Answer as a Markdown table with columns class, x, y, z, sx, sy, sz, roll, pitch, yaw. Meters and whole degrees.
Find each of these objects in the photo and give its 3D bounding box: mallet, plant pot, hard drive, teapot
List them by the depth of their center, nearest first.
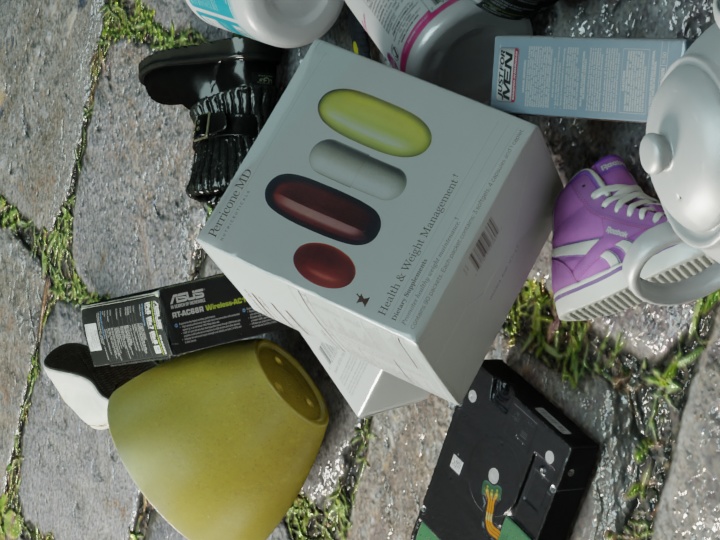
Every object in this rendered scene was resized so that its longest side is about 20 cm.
| class | x | y | z | sx | sy | sz | roll | pitch | yaw |
| --- | --- | --- | --- | --- | --- | --- | --- | --- | --- |
| teapot | 0.244 | -0.075 | 1.169 | 0.197 | 0.145 | 0.201 | -172 | 75 | -74 |
| hard drive | 0.112 | 0.192 | 1.508 | 0.140 | 0.038 | 0.201 | 41 | 121 | 47 |
| mallet | 0.011 | -0.175 | 1.660 | 0.066 | 0.041 | 0.201 | -24 | 67 | 53 |
| plant pot | -0.114 | 0.144 | 1.718 | 0.142 | 0.200 | 0.200 | -41 | 54 | 15 |

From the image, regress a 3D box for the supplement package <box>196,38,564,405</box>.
| class | x | y | z | sx | sy | sz | roll | pitch | yaw |
| --- | --- | --- | --- | --- | --- | --- | --- | --- | --- |
| supplement package | 0.021 | -0.038 | 1.429 | 0.199 | 0.147 | 0.192 | 23 | 76 | 24 |

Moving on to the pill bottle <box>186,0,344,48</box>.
| class | x | y | z | sx | sy | sz | roll | pitch | yaw |
| --- | --- | --- | --- | --- | --- | --- | --- | --- | --- |
| pill bottle | -0.101 | -0.275 | 1.740 | 0.200 | 0.110 | 0.111 | 29 | 112 | 59 |

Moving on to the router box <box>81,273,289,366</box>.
| class | x | y | z | sx | sy | sz | roll | pitch | yaw |
| --- | --- | --- | --- | --- | --- | --- | --- | --- | --- |
| router box | -0.134 | 0.036 | 1.713 | 0.150 | 0.199 | 0.062 | -11 | 92 | 54 |

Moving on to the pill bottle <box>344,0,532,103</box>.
| class | x | y | z | sx | sy | sz | roll | pitch | yaw |
| --- | --- | --- | --- | --- | --- | --- | --- | --- | --- |
| pill bottle | 0.049 | -0.233 | 1.539 | 0.200 | 0.113 | 0.114 | 58 | 133 | 38 |

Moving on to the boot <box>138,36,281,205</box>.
| class | x | y | z | sx | sy | sz | roll | pitch | yaw |
| --- | --- | --- | --- | --- | --- | --- | --- | --- | --- |
| boot | -0.153 | -0.142 | 1.844 | 0.211 | 0.079 | 0.159 | -2 | 87 | 54 |

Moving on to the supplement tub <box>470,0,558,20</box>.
| class | x | y | z | sx | sy | sz | roll | pitch | yaw |
| --- | --- | --- | --- | --- | --- | --- | --- | --- | --- |
| supplement tub | 0.155 | -0.284 | 1.387 | 0.200 | 0.122 | 0.123 | -36 | 61 | 47 |

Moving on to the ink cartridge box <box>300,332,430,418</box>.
| class | x | y | z | sx | sy | sz | roll | pitch | yaw |
| --- | --- | --- | --- | --- | --- | --- | --- | --- | --- |
| ink cartridge box | 0.000 | 0.000 | 1.592 | 0.200 | 0.083 | 0.146 | 54 | 139 | 29 |

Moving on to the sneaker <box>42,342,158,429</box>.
| class | x | y | z | sx | sy | sz | roll | pitch | yaw |
| --- | --- | --- | --- | --- | --- | --- | --- | --- | --- |
| sneaker | -0.260 | 0.138 | 2.015 | 0.199 | 0.073 | 0.085 | 18 | 137 | 45 |

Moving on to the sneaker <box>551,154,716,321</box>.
| class | x | y | z | sx | sy | sz | roll | pitch | yaw |
| --- | --- | --- | --- | --- | --- | --- | --- | --- | --- |
| sneaker | 0.204 | -0.038 | 1.360 | 0.200 | 0.072 | 0.115 | -20 | 70 | 52 |

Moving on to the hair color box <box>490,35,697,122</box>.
| class | x | y | z | sx | sy | sz | roll | pitch | yaw |
| --- | --- | --- | --- | --- | --- | --- | --- | --- | --- |
| hair color box | 0.195 | -0.137 | 1.347 | 0.200 | 0.099 | 0.061 | 12 | 100 | 54 |
